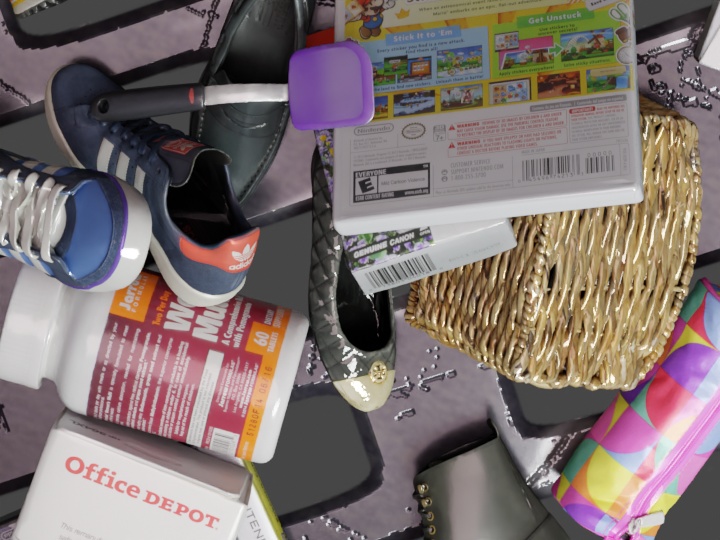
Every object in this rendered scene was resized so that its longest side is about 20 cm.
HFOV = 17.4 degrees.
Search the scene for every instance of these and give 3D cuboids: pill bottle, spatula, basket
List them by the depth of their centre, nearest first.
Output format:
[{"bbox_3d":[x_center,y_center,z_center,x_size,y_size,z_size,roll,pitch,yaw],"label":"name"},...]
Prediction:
[{"bbox_3d":[-0.086,-0.116,1.546,0.199,0.021,0.057,-3,84,14],"label":"spatula"},{"bbox_3d":[0.138,-0.031,1.623,0.142,0.149,0.201,3,103,-32],"label":"basket"},{"bbox_3d":[-0.143,0.056,1.624,0.199,0.110,0.110,16,101,-1],"label":"pill bottle"}]

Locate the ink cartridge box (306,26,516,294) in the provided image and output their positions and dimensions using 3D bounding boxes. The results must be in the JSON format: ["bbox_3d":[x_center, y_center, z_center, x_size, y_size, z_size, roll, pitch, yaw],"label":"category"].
[{"bbox_3d":[0.025,-0.095,1.570,0.108,0.050,0.201,-18,67,7],"label":"ink cartridge box"}]

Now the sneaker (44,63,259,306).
[{"bbox_3d":[-0.134,-0.075,1.587,0.200,0.075,0.085,50,141,11],"label":"sneaker"}]

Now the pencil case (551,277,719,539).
[{"bbox_3d":[0.216,0.105,1.635,0.088,0.088,0.201,31,100,-4],"label":"pencil case"}]

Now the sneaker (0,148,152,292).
[{"bbox_3d":[-0.241,-0.041,1.537,0.146,0.200,0.081,9,98,-36],"label":"sneaker"}]

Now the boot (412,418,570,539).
[{"bbox_3d":[0.046,0.210,1.672,0.199,0.077,0.139,-30,94,-6],"label":"boot"}]

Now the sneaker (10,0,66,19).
[{"bbox_3d":[-0.176,-0.246,1.565,0.200,0.070,0.090,-28,95,32],"label":"sneaker"}]

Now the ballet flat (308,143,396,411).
[{"bbox_3d":[0.000,0.000,1.627,0.057,0.066,0.201,4,102,43],"label":"ballet flat"}]

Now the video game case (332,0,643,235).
[{"bbox_3d":[0.080,-0.117,1.523,0.199,0.023,0.183,-6,64,14],"label":"video game case"}]

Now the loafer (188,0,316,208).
[{"bbox_3d":[-0.077,-0.125,1.595,0.068,0.070,0.201,17,115,-3],"label":"loafer"}]

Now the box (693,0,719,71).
[{"bbox_3d":[0.332,-0.211,1.593,0.155,0.041,0.201,18,102,-2],"label":"box"}]

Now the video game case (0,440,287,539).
[{"bbox_3d":[-0.146,0.228,1.699,0.199,0.026,0.182,-23,99,6],"label":"video game case"}]

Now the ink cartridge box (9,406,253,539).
[{"bbox_3d":[-0.175,0.213,1.642,0.145,0.084,0.201,22,100,-2],"label":"ink cartridge box"}]
